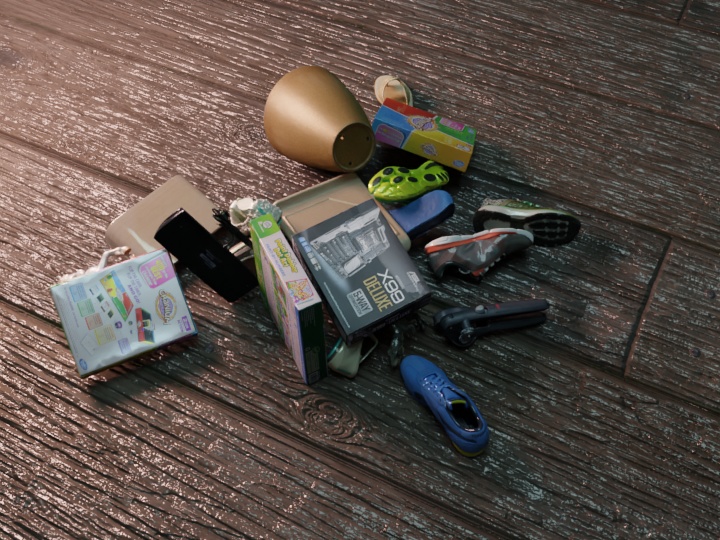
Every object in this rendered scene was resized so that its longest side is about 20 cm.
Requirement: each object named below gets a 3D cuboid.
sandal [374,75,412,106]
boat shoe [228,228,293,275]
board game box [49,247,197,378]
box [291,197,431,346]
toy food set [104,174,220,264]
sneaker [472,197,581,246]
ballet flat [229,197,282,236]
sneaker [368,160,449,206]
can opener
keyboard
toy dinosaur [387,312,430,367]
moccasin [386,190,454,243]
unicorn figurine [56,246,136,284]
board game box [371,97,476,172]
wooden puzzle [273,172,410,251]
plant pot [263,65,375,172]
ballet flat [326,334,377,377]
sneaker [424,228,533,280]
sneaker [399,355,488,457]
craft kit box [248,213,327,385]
[{"bbox_3d":[0.078,-0.370,1.741,0.076,0.070,0.214,-8,51,-5],"label":"sandal"},{"bbox_3d":[-0.157,-0.021,1.455,0.200,0.075,0.075,-27,51,-20],"label":"boat shoe"},{"bbox_3d":[-0.385,0.068,1.356,0.197,0.040,0.155,-20,84,-15],"label":"board game box"},{"bbox_3d":[0.000,0.000,1.344,0.156,0.050,0.202,-25,66,-13],"label":"box"},{"bbox_3d":[-0.348,-0.074,1.524,0.143,0.061,0.200,39,62,15],"label":"toy food set"},{"bbox_3d":[0.307,-0.106,1.523,0.196,0.078,0.089,8,42,5],"label":"sneaker"},{"bbox_3d":[-0.194,-0.103,1.457,0.071,0.073,0.199,-31,14,-22],"label":"ballet flat"},{"bbox_3d":[0.088,-0.147,1.525,0.198,0.084,0.074,-15,59,-45],"label":"sneaker"},{"bbox_3d":[0.221,0.076,1.376,0.196,0.064,0.080,-9,50,-6],"label":"can opener"},{"bbox_3d":[-0.235,-0.035,1.374,0.126,0.200,0.021,-32,37,17],"label":"keyboard"},{"bbox_3d":[0.066,0.061,1.378,0.047,0.087,0.203,-27,62,34],"label":"toy dinosaur"},{"bbox_3d":[0.082,-0.072,1.493,0.197,0.068,0.082,-20,62,15],"label":"moccasin"},{"bbox_3d":[-0.433,0.029,1.419,0.137,0.074,0.200,-36,63,-13],"label":"unicorn figurine"},{"bbox_3d":[0.124,-0.267,1.613,0.197,0.041,0.154,20,28,1],"label":"board game box"},{"bbox_3d":[-0.036,-0.072,1.452,0.183,0.038,0.201,-24,58,-21],"label":"wooden puzzle"},{"bbox_3d":[-0.059,-0.265,1.548,0.184,0.189,0.200,-26,36,-19],"label":"plant pot"},{"bbox_3d":[0.007,0.092,1.377,0.068,0.070,0.202,18,55,15],"label":"ballet flat"},{"bbox_3d":[0.214,-0.023,1.469,0.196,0.077,0.083,-9,78,-3],"label":"sneaker"},{"bbox_3d":[0.130,0.191,1.276,0.065,0.079,0.201,-27,54,-18],"label":"sneaker"},{"bbox_3d":[-0.114,0.047,1.320,0.048,0.202,0.198,-23,54,-18],"label":"craft kit box"}]
